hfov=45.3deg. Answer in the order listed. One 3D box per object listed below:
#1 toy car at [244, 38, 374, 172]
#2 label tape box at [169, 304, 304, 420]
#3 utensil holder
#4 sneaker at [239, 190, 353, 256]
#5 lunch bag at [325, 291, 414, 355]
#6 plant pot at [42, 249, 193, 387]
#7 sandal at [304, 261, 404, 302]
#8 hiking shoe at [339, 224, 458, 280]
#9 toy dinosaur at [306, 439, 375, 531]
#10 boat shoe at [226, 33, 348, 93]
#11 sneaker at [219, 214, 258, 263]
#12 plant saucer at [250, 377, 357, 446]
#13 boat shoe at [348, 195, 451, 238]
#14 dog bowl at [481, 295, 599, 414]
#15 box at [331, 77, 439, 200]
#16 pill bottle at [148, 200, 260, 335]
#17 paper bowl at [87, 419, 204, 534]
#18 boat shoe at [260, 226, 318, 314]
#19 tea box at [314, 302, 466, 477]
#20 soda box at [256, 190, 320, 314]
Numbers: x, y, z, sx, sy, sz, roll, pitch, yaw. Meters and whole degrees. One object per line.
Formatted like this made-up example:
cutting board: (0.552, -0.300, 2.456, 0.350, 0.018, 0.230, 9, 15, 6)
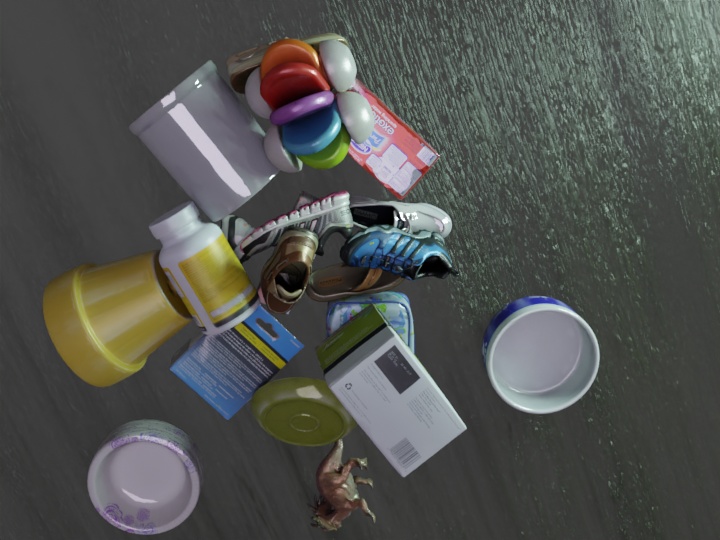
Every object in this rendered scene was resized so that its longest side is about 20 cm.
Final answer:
toy car: (-0.086, -0.251, 1.293, 0.174, 0.150, 0.201, -20, 88, 13)
label tape box: (-0.217, 0.144, 1.529, 0.200, 0.063, 0.144, -43, 104, 9)
utensil holder: (-0.240, -0.205, 1.380, 0.170, 0.170, 0.200, -38, 106, 8)
sneaker: (-0.098, -0.056, 1.409, 0.199, 0.074, 0.088, -23, 98, 0)
lunch bag: (0.018, 0.138, 1.529, 0.159, 0.083, 0.202, -2, 106, -1)
plant pot: (-0.383, 0.063, 1.420, 0.188, 0.201, 0.202, -26, 105, 12)
sandal: (0.000, 0.000, 1.476, 0.198, 0.054, 0.081, -15, 62, -10)
hiking shoe: (0.064, -0.025, 1.421, 0.198, 0.087, 0.075, -4, 131, -24)
toy dinosaur: (-0.048, 0.406, 1.604, 0.134, 0.086, 0.202, -13, 100, 8)
boat shoe: (-0.119, -0.347, 1.392, 0.199, 0.065, 0.072, -19, 146, -2)
sneaker: (-0.253, -0.010, 1.491, 0.080, 0.074, 0.200, 39, 96, 3)
plant saucer: (-0.099, 0.260, 1.532, 0.198, 0.031, 0.201, 3, 137, 3)
boat shoe: (0.061, -0.082, 1.479, 0.198, 0.065, 0.074, 5, 105, -4)
dog bowl: (0.320, 0.150, 1.549, 0.198, 0.079, 0.202, -1, 105, -3)
box: (0.024, -0.222, 1.422, 0.200, 0.096, 0.100, 40, 100, -12)
pill bottle: (-0.254, -0.005, 1.388, 0.111, 0.112, 0.201, -27, 106, 5)
paper bowl: (-0.384, 0.365, 1.563, 0.199, 0.104, 0.202, -1, 105, -3)
boat shoe: (-0.120, 0.014, 1.383, 0.075, 0.074, 0.201, 10, 142, -10)
tea box: (0.043, 0.188, 1.401, 0.133, 0.197, 0.200, -37, 105, 1)
soda box: (-0.113, -0.031, 1.487, 0.068, 0.064, 0.201, 23, 104, -9)
